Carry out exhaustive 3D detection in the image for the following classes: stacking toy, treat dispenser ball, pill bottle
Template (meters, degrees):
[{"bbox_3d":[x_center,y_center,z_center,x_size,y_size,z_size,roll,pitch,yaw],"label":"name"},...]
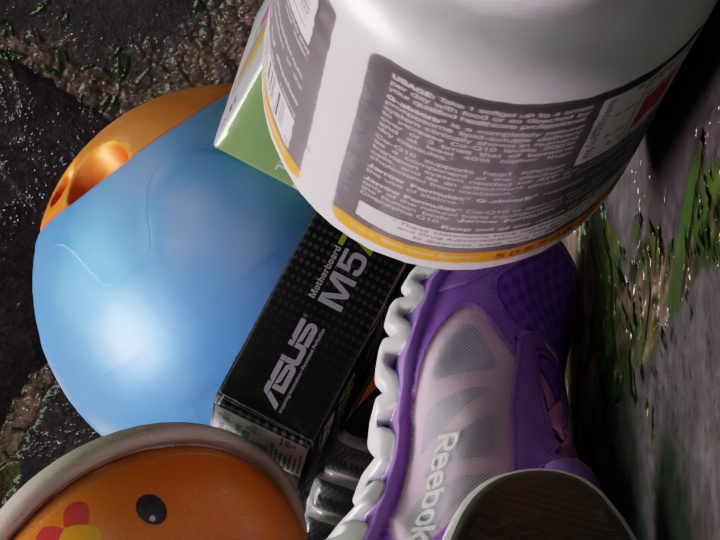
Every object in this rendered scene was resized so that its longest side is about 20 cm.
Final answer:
[{"bbox_3d":[-0.038,0.154,0.843,0.200,0.146,0.147,38,133,47],"label":"stacking toy"},{"bbox_3d":[-0.065,0.006,1.266,0.201,0.200,0.202,-179,90,-85],"label":"treat dispenser ball"},{"bbox_3d":[0.036,-0.083,0.661,0.200,0.116,0.117,109,162,-71],"label":"pill bottle"}]

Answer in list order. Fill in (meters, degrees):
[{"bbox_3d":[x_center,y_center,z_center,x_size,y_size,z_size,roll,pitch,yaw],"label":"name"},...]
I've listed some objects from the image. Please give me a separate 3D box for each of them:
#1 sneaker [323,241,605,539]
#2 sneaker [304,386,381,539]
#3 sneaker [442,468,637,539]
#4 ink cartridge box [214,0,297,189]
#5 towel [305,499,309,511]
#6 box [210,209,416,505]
[{"bbox_3d":[0.044,0.070,0.790,0.081,0.088,0.200,53,-135,-38],"label":"sneaker"},{"bbox_3d":[0.013,0.112,1.000,0.115,0.075,0.200,-44,-23,-78],"label":"sneaker"},{"bbox_3d":[0.048,0.155,0.686,0.085,0.073,0.201,104,165,-58],"label":"sneaker"},{"bbox_3d":[-0.015,-0.104,1.166,0.104,0.059,0.200,-58,10,29],"label":"ink cartridge box"},{"bbox_3d":[-0.022,0.234,1.668,0.133,0.034,0.200,-96,10,-46],"label":"towel"},{"bbox_3d":[0.000,0.000,0.999,0.200,0.047,0.194,107,-172,-74],"label":"box"}]
